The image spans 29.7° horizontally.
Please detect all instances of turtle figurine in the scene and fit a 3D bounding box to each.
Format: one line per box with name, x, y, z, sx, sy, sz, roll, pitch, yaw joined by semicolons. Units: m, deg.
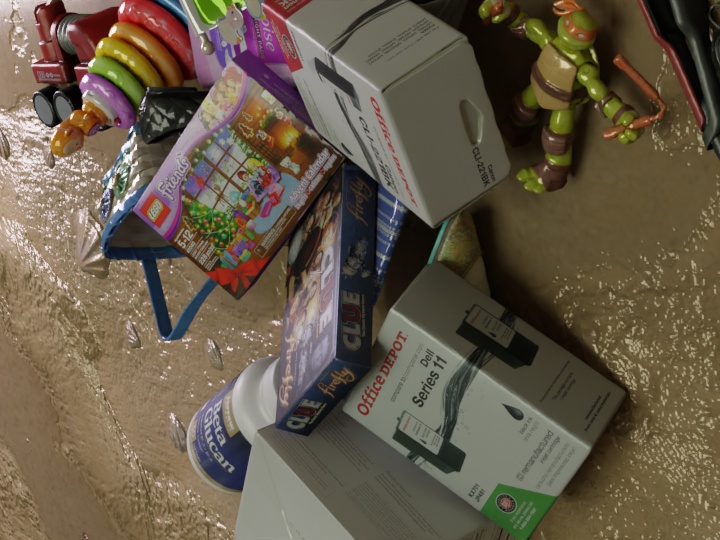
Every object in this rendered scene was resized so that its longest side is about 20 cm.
turtle figurine;0.144;-0.149;1.044;0.200;0.064;0.162;42;143;18

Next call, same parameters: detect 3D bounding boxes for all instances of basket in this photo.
basket;-0.203;-0.046;1.460;0.176;0.138;0.202;-49;57;48

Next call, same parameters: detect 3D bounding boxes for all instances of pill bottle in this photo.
pill bottle;-0.100;0.157;1.443;0.200;0.110;0.112;-41;73;51

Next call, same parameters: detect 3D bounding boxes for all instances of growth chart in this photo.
growth chart;-0.112;-0.295;1.206;0.200;0.018;0.146;-37;82;41

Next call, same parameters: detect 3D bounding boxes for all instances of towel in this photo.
towel;0.000;0.000;1.219;0.145;0.024;0.202;-138;65;-70

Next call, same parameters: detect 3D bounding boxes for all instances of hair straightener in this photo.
hair straightener;0.240;-0.157;0.937;0.077;0.041;0.202;-26;80;52

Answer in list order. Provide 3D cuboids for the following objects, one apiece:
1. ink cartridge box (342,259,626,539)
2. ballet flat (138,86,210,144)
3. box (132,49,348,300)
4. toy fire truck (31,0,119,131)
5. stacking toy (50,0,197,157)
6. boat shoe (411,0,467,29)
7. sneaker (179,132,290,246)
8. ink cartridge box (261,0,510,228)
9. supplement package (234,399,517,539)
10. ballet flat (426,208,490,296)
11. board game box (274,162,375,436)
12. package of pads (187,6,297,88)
ink cartridge box;0.099;0.110;1.148;0.199;0.083;0.147;35;134;11
ballet flat;-0.117;-0.146;1.313;0.197;0.066;0.058;4;97;11
box;-0.111;-0.086;1.273;0.137;0.039;0.200;40;122;1
toy fire truck;-0.301;-0.274;1.519;0.175;0.128;0.202;10;123;48
stacking toy;-0.244;-0.189;1.383;0.109;0.201;0.116;37;160;1
boat shoe;0.055;-0.240;1.109;0.070;0.071;0.201;57;142;15
sneaker;-0.117;-0.119;1.355;0.200;0.070;0.090;50;166;17
ink cartridge box;0.020;-0.147;1.098;0.200;0.083;0.145;42;163;47
supplement package;0.025;0.222;1.244;0.191;0.199;0.148;43;135;32
ballet flat;0.080;0.032;1.212;0.071;0.070;0.201;46;136;28
board game box;-0.030;0.025;1.196;0.136;0.034;0.202;129;150;-49
package of pads;-0.087;-0.235;1.287;0.199;0.075;0.122;9;115;49
